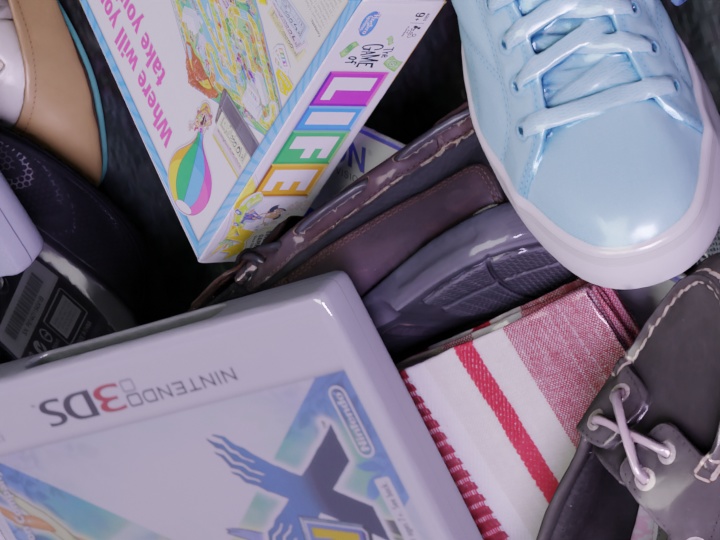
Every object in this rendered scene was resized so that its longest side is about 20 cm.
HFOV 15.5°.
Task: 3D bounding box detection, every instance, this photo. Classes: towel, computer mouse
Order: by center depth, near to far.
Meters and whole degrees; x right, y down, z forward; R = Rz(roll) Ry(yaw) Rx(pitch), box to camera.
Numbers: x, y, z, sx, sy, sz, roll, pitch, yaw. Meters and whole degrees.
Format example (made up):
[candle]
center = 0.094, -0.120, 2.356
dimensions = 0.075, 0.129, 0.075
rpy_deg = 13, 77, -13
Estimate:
[towel]
center = 0.039, 0.095, 0.896
dimensions = 0.200, 0.023, 0.144
rpy_deg = -25, 101, 35
[computer mouse]
center = -0.142, -0.027, 1.053
dimensions = 0.200, 0.053, 0.139
rpy_deg = 44, 145, 1

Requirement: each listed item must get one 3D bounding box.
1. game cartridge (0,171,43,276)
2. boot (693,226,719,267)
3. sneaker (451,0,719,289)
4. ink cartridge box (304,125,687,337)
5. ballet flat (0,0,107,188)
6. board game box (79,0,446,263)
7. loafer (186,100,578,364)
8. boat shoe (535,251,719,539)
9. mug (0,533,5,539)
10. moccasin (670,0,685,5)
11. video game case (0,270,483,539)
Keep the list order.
[game cartridge]
center = -0.217, -0.050, 1.029
dimensions = 0.200, 0.041, 0.133
rpy_deg = -4, 126, 48
[boot]
center = 0.152, 0.032, 0.796
dimensions = 0.200, 0.090, 0.073
rpy_deg = 42, 130, 25
[sneaker]
center = 0.053, -0.090, 0.800
dimensions = 0.074, 0.082, 0.200
rpy_deg = -24, 59, 11
[ink cartridge box]
center = 0.039, 0.051, 0.945
dimensions = 0.198, 0.043, 0.200
rpy_deg = 28, 124, 35
[ballet flat]
center = -0.161, -0.115, 1.063
dimensions = 0.069, 0.063, 0.200
rpy_deg = -14, 95, 45
[board game box]
center = -0.053, -0.122, 0.939
dimensions = 0.134, 0.034, 0.200
rpy_deg = -54, 50, 40
[loafer]
center = 0.000, 0.000, 0.897
dimensions = 0.200, 0.072, 0.063
rpy_deg = -28, 65, 41
[boat shoe]
center = 0.083, 0.083, 0.804
dimensions = 0.067, 0.057, 0.200
rpy_deg = 55, 142, 45
[mug]
center = -0.199, 0.115, 1.093
dimensions = 0.148, 0.200, 0.176
rpy_deg = -26, 79, 20
[moccasin]
center = 0.132, -0.088, 0.781
dimensions = 0.200, 0.080, 0.068
rpy_deg = 55, 138, 16
[video game case]
center = -0.036, 0.108, 0.912
dimensions = 0.182, 0.022, 0.200
rpy_deg = -15, 109, 36
